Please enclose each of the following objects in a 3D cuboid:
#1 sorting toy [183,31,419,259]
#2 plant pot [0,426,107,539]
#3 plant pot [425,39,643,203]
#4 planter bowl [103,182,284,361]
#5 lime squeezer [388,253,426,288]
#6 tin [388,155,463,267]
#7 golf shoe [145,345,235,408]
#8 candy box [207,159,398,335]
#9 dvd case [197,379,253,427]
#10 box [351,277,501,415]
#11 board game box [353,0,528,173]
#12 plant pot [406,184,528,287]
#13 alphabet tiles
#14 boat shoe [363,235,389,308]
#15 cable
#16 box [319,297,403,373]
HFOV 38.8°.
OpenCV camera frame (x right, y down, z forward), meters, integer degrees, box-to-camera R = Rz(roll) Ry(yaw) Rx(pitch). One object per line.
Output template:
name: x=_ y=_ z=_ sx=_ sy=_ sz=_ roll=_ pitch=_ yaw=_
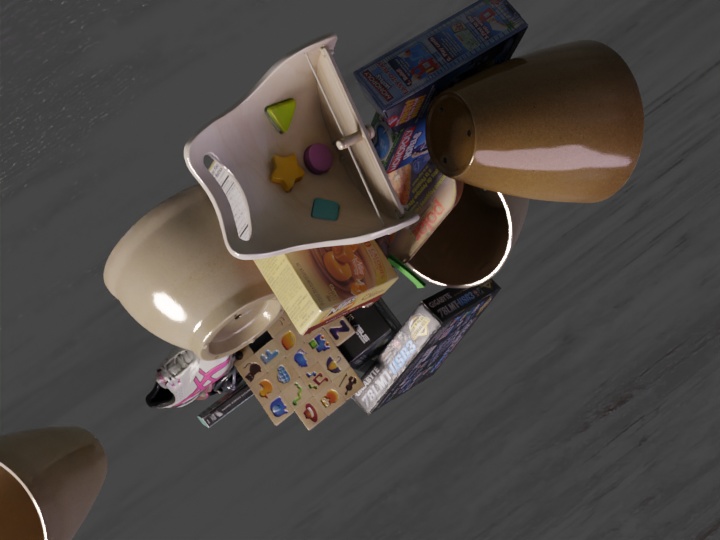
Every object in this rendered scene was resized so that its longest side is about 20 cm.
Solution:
sorting toy: x=-0.072 y=-0.099 z=1.000 sx=0.179 sy=0.201 sz=0.107 roll=-26 pitch=-178 yaw=-24
plant pot: x=-0.411 y=0.276 z=1.279 sx=0.187 sy=0.187 sz=0.200 roll=-45 pitch=176 yaw=23
plant pot: x=0.179 y=-0.157 z=1.139 sx=0.199 sy=0.187 sz=0.187 roll=-10 pitch=151 yaw=-31
planter bowl: x=-0.163 y=0.012 z=1.130 sx=0.200 sy=0.135 sz=0.200 roll=-34 pitch=162 yaw=-13
lime squeezer: x=0.020 y=-0.059 z=1.336 sx=0.070 sy=0.201 sz=0.038 roll=0 pitch=-150 yaw=41
tin: x=0.058 y=-0.088 z=1.353 sx=0.200 sy=0.112 sz=0.042 roll=-50 pitch=170 yaw=37
golf shoe: x=-0.234 y=0.136 z=1.408 sx=0.092 sy=0.073 sz=0.200 roll=-21 pitch=157 yaw=-39
candy box: x=-0.062 y=-0.044 z=1.068 sx=0.115 sy=0.201 sz=0.055 roll=-22 pitch=162 yaw=-41
dvd case: x=-0.158 y=0.169 z=1.547 sx=0.200 sy=0.022 sz=0.146 roll=-38 pitch=-178 yaw=-14
box: x=0.096 y=0.102 z=1.482 sx=0.198 sy=0.050 sz=0.200 roll=-25 pitch=155 yaw=-55
board game box: x=0.069 y=-0.202 z=1.168 sx=0.199 sy=0.062 sz=0.200 roll=-27 pitch=160 yaw=-31
plant pot: x=0.160 y=-0.102 z=1.439 sx=0.188 sy=0.187 sz=0.200 roll=-51 pitch=173 yaw=37
alphabet tiles: x=-0.090 y=0.110 z=1.415 sx=0.167 sy=0.200 sz=0.008 roll=-38 pitch=165 yaw=3
boat shoe: x=0.000 y=0.000 z=1.308 sx=0.070 sy=0.071 sz=0.201 roll=3 pitch=149 yaw=0
cable: x=-0.151 y=0.127 z=1.540 sx=0.200 sy=0.051 sz=0.163 roll=-41 pitch=179 yaw=-36
box: x=-0.012 y=0.063 z=1.515 sx=0.086 sy=0.164 sz=0.200 roll=-38 pitch=163 yaw=4
